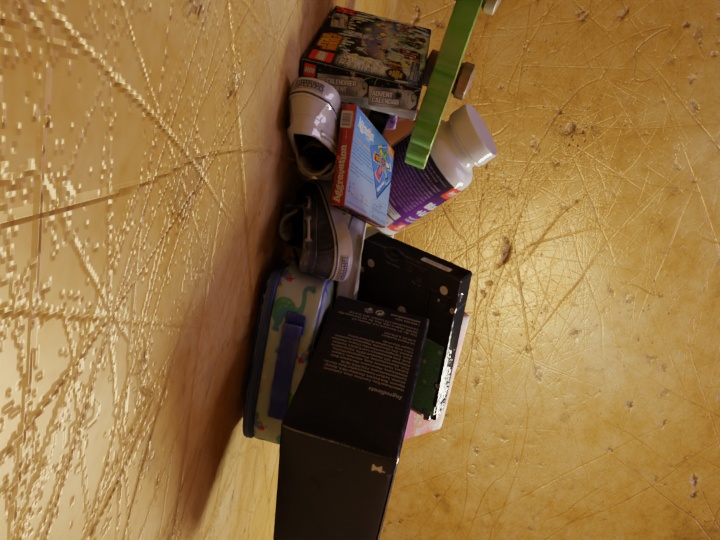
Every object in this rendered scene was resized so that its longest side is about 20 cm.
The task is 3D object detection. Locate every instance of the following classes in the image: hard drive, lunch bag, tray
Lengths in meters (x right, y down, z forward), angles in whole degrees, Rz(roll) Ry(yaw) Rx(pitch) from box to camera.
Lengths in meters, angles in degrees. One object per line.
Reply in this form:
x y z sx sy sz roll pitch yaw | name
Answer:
0.056 0.071 0.728 0.037 0.137 0.206 -26 131 -48 | hard drive
-0.082 0.091 0.697 0.161 0.080 0.206 -76 177 -80 | lunch bag
-0.009 -0.025 0.766 0.202 0.021 0.110 -80 180 -56 | tray

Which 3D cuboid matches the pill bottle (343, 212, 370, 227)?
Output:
-0.030 -0.057 1.039 0.200 0.106 0.113 -73 174 -75 | pill bottle

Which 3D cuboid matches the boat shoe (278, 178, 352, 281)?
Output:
-0.062 -0.053 0.680 0.202 0.066 0.073 -112 -147 -54 | boat shoe

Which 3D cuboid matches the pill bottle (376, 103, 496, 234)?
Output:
0.094 -0.148 0.854 0.198 0.112 0.113 -32 -154 29 | pill bottle

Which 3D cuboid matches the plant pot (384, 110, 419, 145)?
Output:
0.026 -0.197 1.033 0.183 0.195 0.206 -31 135 -67 | plant pot

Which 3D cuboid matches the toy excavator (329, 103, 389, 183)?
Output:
-0.033 -0.144 0.826 0.196 0.097 0.204 -74 -176 -55 | toy excavator

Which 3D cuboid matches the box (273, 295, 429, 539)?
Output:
-0.008 0.174 0.642 0.202 0.114 0.201 -68 169 -54 | box

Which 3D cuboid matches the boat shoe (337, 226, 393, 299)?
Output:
0.000 0.000 0.877 0.201 0.071 0.063 -57 146 -49 | boat shoe

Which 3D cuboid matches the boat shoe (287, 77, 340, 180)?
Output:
-0.044 -0.136 0.663 0.200 0.070 0.068 86 17 -78 | boat shoe

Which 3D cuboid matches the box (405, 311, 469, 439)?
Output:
0.074 0.130 0.846 0.103 0.092 0.205 46 -44 47 | box

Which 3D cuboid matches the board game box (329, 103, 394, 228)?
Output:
0.007 -0.115 0.699 0.200 0.019 0.106 11 87 -75 | board game box

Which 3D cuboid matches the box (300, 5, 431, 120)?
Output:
0.013 -0.256 0.707 0.203 0.133 0.041 -77 180 -50 | box

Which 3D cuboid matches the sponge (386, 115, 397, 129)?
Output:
0.017 -0.307 0.952 0.030 0.108 0.204 103 0 -49 | sponge

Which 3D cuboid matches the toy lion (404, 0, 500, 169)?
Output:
0.101 -0.232 0.701 0.202 0.067 0.195 105 6 -54 | toy lion
